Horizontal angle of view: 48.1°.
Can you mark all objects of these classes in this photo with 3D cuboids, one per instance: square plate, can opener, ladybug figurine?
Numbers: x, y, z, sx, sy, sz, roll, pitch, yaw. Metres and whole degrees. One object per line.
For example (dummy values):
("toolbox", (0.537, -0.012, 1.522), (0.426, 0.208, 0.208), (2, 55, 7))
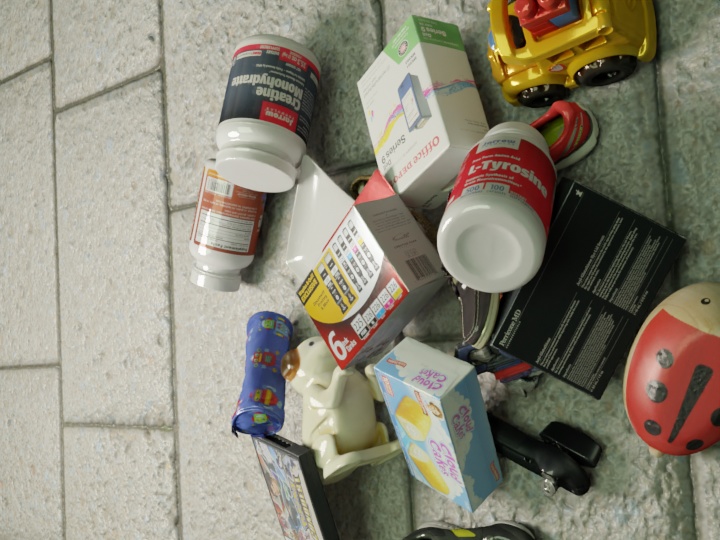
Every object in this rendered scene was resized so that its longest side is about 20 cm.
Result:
("square plate", (-0.039, -0.039, 1.194), (0.198, 0.028, 0.203), (45, 135, 37))
("can opener", (0.203, 0.221, 1.013), (0.198, 0.079, 0.064), (16, 138, 42))
("ladybug figurine", (0.352, 0.113, 0.854), (0.133, 0.072, 0.204), (18, 107, 13))

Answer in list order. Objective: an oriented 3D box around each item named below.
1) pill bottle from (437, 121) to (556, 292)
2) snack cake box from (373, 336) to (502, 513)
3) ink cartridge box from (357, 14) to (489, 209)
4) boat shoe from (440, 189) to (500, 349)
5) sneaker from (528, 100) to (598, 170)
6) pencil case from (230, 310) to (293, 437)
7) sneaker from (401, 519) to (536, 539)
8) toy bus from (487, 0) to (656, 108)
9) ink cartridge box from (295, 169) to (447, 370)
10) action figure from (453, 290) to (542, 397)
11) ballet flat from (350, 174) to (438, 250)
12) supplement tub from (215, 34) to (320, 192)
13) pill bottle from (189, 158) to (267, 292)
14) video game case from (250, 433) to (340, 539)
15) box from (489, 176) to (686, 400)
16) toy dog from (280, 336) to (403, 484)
("pill bottle", (0.155, -0.078, 0.882), (0.110, 0.201, 0.114), (10, 129, 13))
("snack cake box", (0.100, 0.193, 1.009), (0.114, 0.067, 0.203), (22, 140, 46))
("ink cartridge box", (0.083, -0.203, 1.061), (0.145, 0.086, 0.204), (-40, 57, 49))
("boat shoe", (0.125, -0.007, 0.949), (0.072, 0.063, 0.204), (125, 153, -61))
("sneaker", (0.198, -0.137, 0.998), (0.200, 0.084, 0.078), (-45, 53, 27))
("pencil case", (-0.147, 0.160, 1.226), (0.202, 0.076, 0.088), (-88, 7, -45))
("sneaker", (0.135, 0.368, 1.038), (0.197, 0.084, 0.076), (-15, 80, 38))
("toy bus", (0.212, -0.283, 0.928), (0.197, 0.190, 0.139), (-15, 81, 39))
("ink cartridge box", (0.000, 0.000, 1.063), (0.177, 0.083, 0.201), (57, 139, 18))
("action figure", (0.199, 0.058, 1.013), (0.196, 0.105, 0.198), (-11, 87, 8))
("ballet flat", (0.049, -0.064, 1.133), (0.200, 0.065, 0.071), (45, 111, 30))
("supplement tub", (-0.141, -0.237, 1.222), (0.138, 0.139, 0.204), (-3, 71, 39))
("pill bottle", (-0.220, -0.074, 1.327), (0.111, 0.111, 0.204), (21, 102, 37))
("video game case", (-0.091, 0.341, 1.181), (0.180, 0.025, 0.204), (1, 110, 61))
("box", (0.247, 0.018, 0.909), (0.139, 0.079, 0.203), (26, 100, -3))
("toy dog", (-0.035, 0.192, 1.170), (0.194, 0.137, 0.203), (-44, 60, 51))
